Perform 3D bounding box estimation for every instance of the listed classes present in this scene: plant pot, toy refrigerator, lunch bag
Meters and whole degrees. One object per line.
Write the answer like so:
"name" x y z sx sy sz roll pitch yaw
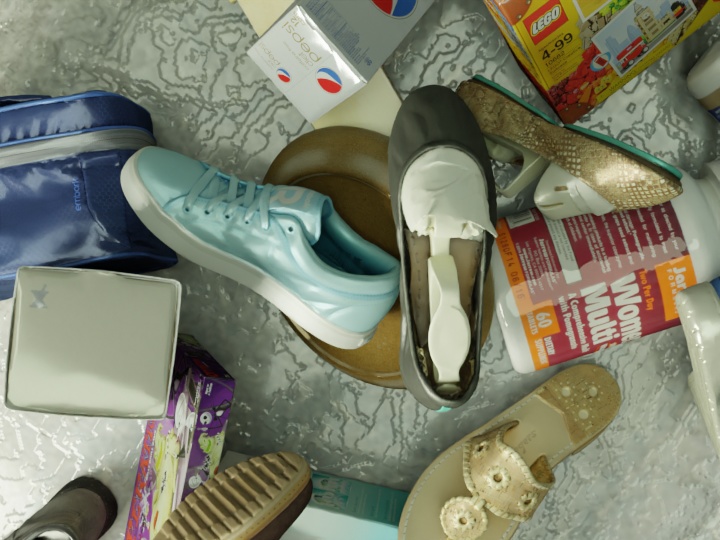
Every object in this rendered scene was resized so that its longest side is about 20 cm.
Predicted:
"plant pot" 0.000 0.000 0.793 0.198 0.027 0.203 19 126 27
"toy refrigerator" -0.039 -0.170 0.809 0.069 0.076 0.202 -30 94 7
"lunch bag" -0.237 -0.055 0.803 0.197 0.136 0.135 -10 86 2

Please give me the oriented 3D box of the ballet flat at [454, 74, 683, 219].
"ballet flat" 0.127 -0.071 0.769 0.070 0.199 0.066 32 92 -43

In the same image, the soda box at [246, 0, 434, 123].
"soda box" 0.013 -0.189 0.745 0.064 0.068 0.201 46 53 -14

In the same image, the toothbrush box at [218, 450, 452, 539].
"toothbrush box" -0.028 0.236 0.850 0.197 0.085 0.149 11 98 2

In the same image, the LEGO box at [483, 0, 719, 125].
"LEGO box" 0.176 -0.214 0.746 0.199 0.149 0.078 -37 54 7

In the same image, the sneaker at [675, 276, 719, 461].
"sneaker" 0.280 0.063 0.768 0.110 0.077 0.201 -19 138 8

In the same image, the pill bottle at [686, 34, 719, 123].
"pill bottle" 0.328 -0.097 0.773 0.200 0.111 0.111 44 98 -2

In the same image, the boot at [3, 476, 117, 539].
"boot" -0.270 0.241 0.844 0.070 0.132 0.201 39 98 -2

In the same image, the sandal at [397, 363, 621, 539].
"sandal" 0.106 0.128 0.792 0.211 0.070 0.078 -38 71 -20

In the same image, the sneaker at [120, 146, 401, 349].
"sneaker" -0.057 -0.034 0.741 0.198 0.074 0.082 31 127 -10

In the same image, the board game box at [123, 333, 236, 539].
"board game box" -0.138 0.158 0.834 0.032 0.120 0.203 9 98 -21

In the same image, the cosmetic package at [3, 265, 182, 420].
"cosmetic package" -0.180 0.055 0.767 0.102 0.200 0.089 6 81 -12

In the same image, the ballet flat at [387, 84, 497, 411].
"ballet flat" 0.055 -0.011 0.695 0.067 0.068 0.204 -5 99 -4

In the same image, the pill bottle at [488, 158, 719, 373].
"pill bottle" 0.186 -0.008 0.795 0.197 0.110 0.111 -18 95 6

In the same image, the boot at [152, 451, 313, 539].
"boot" -0.079 0.235 0.779 0.199 0.072 0.167 -40 118 -5
